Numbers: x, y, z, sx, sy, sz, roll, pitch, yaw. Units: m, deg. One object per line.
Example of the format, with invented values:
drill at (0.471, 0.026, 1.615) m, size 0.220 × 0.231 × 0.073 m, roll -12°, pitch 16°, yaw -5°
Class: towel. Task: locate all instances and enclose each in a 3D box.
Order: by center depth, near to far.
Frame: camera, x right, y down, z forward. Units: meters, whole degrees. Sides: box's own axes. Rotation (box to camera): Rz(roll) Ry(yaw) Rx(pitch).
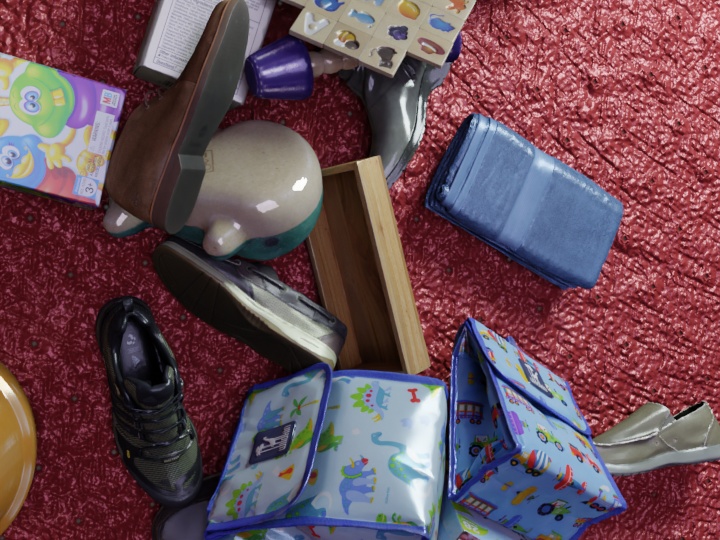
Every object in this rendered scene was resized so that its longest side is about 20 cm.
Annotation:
towel at (0.169, -0.068, 1.116) m, size 0.198 × 0.048 × 0.113 m, roll 29°, pitch 84°, yaw -16°

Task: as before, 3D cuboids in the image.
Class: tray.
tray at (0.000, 0.000, 1.038) m, size 0.037 × 0.098 × 0.203 m, roll -21°, pitch 99°, yaw -41°

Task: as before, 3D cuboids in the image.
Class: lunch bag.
lunch bag at (-0.026, 0.179, 0.970) m, size 0.196 × 0.171 × 0.129 m, roll 4°, pitch 133°, yaw 10°
lunch bag at (0.156, 0.146, 1.064) m, size 0.149 × 0.202 × 0.094 m, roll 30°, pitch 123°, yaw -28°

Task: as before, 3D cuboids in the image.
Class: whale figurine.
whale figurine at (-0.131, -0.060, 0.995) m, size 0.197 × 0.161 × 0.105 m, roll -10°, pitch 139°, yaw -4°

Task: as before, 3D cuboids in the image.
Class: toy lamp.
toy lamp at (-0.007, -0.195, 0.987) m, size 0.197 × 0.058 × 0.059 m, roll -18°, pitch 97°, yaw -22°

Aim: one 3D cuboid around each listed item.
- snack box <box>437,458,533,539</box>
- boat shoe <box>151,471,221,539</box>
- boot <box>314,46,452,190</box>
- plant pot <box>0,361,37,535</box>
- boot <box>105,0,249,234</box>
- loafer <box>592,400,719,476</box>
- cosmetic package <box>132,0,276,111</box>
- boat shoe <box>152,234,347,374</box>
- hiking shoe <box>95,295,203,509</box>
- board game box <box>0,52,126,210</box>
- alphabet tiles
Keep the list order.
snack box at (0.140, 0.276, 1.053) m, size 0.198 × 0.169 × 0.068 m, roll 32°, pitch 100°, yaw -15°
boat shoe at (-0.098, 0.226, 1.029) m, size 0.197 × 0.073 × 0.076 m, roll -13°, pitch 96°, yaw -17°
boot at (0.005, -0.176, 1.059) m, size 0.129 × 0.068 × 0.203 m, roll 25°, pitch 77°, yaw -12°
plant pot at (-0.363, 0.160, 0.886) m, size 0.197 × 0.183 × 0.204 m, roll -1°, pitch 92°, yaw -17°
boot at (-0.153, -0.138, 0.910) m, size 0.075 × 0.074 × 0.203 m, roll 23°, pitch 92°, yaw 15°
loafer at (0.296, 0.177, 1.160) m, size 0.197 × 0.075 × 0.071 m, roll -4°, pitch 82°, yaw -22°
cosmetic package at (-0.129, -0.260, 1.002) m, size 0.102 × 0.073 × 0.203 m, roll 19°, pitch 86°, yaw -18°
boat shoe at (-0.101, 0.026, 1.029) m, size 0.199 × 0.072 × 0.066 m, roll 35°, pitch 53°, yaw -3°
hiking shoe at (-0.191, 0.123, 0.978) m, size 0.075 × 0.101 × 0.203 m, roll -20°, pitch 93°, yaw -13°
board game box at (-0.312, -0.127, 0.933) m, size 0.197 × 0.103 × 0.107 m, roll 14°, pitch 88°, yaw -17°
alphabet tiles at (0.019, -0.256, 0.987) m, size 0.164 × 0.006 × 0.201 m, roll 24°, pitch 54°, yaw 5°
